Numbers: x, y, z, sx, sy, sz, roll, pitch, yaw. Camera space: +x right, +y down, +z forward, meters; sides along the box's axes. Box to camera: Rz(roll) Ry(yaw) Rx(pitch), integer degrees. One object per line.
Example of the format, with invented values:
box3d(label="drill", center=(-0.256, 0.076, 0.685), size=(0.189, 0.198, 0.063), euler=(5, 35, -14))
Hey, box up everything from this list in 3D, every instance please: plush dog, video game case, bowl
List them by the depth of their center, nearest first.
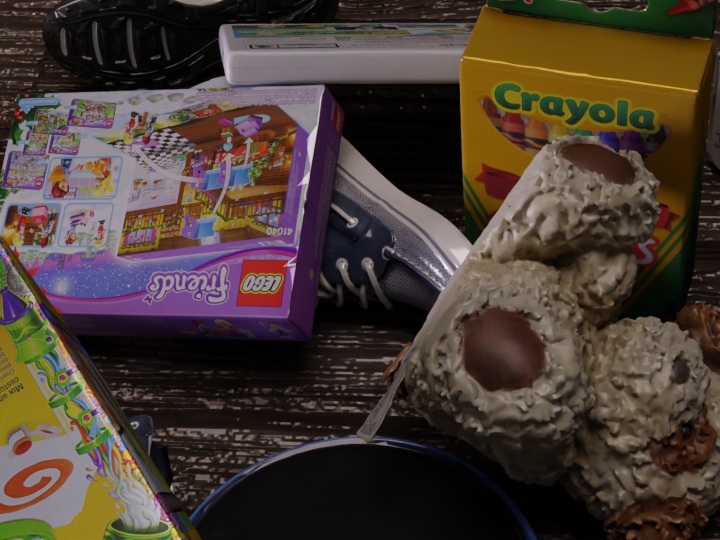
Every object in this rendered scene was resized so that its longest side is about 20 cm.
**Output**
box3d(label="bowl", center=(-0.004, 0.162, 0.793), size=(0.198, 0.040, 0.202), euler=(-3, 45, 3))
box3d(label="plush dog", center=(0.110, 0.062, 0.822), size=(0.171, 0.161, 0.201), euler=(34, 45, -2))
box3d(label="video game case", center=(0.014, -0.133, 1.025), size=(0.197, 0.022, 0.182), euler=(-1, 13, -6))

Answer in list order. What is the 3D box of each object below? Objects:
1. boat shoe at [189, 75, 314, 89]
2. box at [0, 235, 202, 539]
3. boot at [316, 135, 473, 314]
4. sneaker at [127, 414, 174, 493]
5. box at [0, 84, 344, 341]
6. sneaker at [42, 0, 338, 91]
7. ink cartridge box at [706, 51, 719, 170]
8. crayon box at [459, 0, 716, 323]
box3d(label="boat shoe", center=(-0.110, -0.066, 1.027), size=(0.198, 0.072, 0.063), euler=(-14, 59, 5))
box3d(label="box", center=(-0.179, 0.132, 0.723), size=(0.199, 0.122, 0.193), euler=(-33, 63, -7))
box3d(label="boot", center=(0.000, 0.000, 0.947), size=(0.090, 0.073, 0.200), euler=(-37, 47, -13))
box3d(label="sneaker", center=(-0.164, 0.085, 0.864), size=(0.108, 0.070, 0.201), euler=(-24, 54, -11))
box3d(label="box", center=(-0.114, -0.033, 0.945), size=(0.198, 0.039, 0.138), euler=(1, 69, 20))
box3d(label="sneaker", center=(-0.117, -0.174, 1.133), size=(0.198, 0.075, 0.079), euler=(-13, 35, -16))
box3d(label="ink cartridge box", center=(0.323, -0.120, 1.011), size=(0.144, 0.085, 0.200), euler=(29, 54, 32))
box3d(label="crayon box", center=(0.119, -0.065, 0.894), size=(0.125, 0.201, 0.051), euler=(10, 46, 17))
